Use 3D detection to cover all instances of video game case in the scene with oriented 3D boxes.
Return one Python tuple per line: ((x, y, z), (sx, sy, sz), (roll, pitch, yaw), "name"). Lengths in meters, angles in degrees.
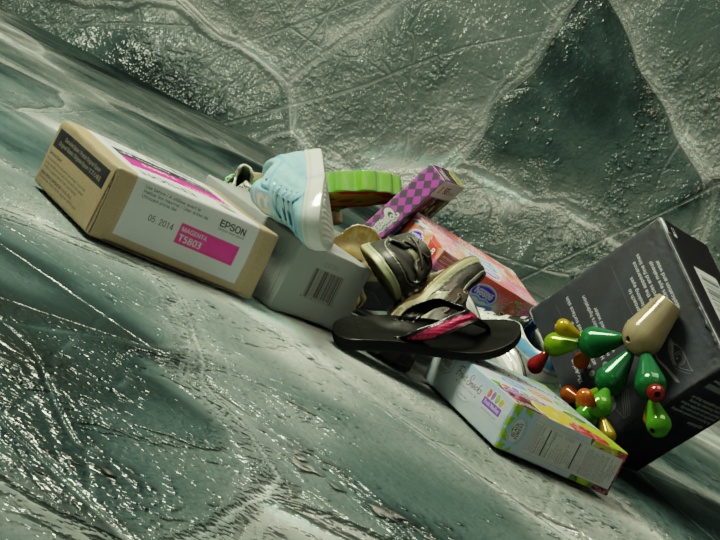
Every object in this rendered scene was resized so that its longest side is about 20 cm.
((0.046, -0.061, 2.042), (0.036, 0.200, 0.181), (49, 9, 8), "video game case")

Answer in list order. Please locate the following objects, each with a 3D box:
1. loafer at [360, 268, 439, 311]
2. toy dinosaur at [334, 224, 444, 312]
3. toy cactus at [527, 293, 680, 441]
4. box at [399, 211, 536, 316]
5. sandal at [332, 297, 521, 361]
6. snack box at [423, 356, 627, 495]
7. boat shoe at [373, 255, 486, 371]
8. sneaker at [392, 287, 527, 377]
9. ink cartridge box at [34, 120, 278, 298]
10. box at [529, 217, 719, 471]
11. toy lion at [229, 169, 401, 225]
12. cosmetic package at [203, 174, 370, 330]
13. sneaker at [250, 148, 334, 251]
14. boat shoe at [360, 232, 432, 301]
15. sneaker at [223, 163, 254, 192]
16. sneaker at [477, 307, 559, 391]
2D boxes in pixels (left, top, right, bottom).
((0.030, 0.011, 1.845), (0.197, 0.073, 0.063), (15, 16, -14), "loafer")
((0.000, 0.000, 1.772), (0.198, 0.102, 0.058), (25, 8, -13), "toy dinosaur")
((0.273, 0.093, 1.623), (0.102, 0.166, 0.200), (39, -1, -32), "toy cactus")
((0.127, 0.023, 2.002), (0.199, 0.103, 0.095), (30, 17, -38), "box")
((0.070, 0.056, 1.547), (0.197, 0.046, 0.075), (2, 22, -8), "sandal")
((0.163, 0.145, 1.538), (0.141, 0.053, 0.200), (26, 6, -23), "snack box")
((0.081, 0.051, 1.657), (0.065, 0.073, 0.199), (46, 48, 9), "boat shoe")
((0.098, 0.093, 1.714), (0.114, 0.076, 0.201), (-9, 41, -28), "sneaker")
((-0.203, -0.061, 1.517), (0.199, 0.076, 0.164), (24, 6, -37), "ink cartridge box")
((0.324, 0.086, 1.715), (0.117, 0.199, 0.199), (23, 39, -46), "box")
((-0.051, -0.105, 2.025), (0.198, 0.070, 0.191), (1, -7, -32), "toy lion")
((-0.095, -0.020, 1.640), (0.112, 0.082, 0.199), (23, 7, -41), "cosmetic package")
((-0.071, -0.066, 1.548), (0.081, 0.075, 0.200), (-9, 20, 0), "sneaker")
((0.045, -0.011, 1.664), (0.072, 0.066, 0.201), (58, 2, 4), "boat shoe")
((-0.154, -0.089, 1.890), (0.076, 0.089, 0.200), (25, 6, -20), "sneaker")
((0.173, 0.075, 1.864), (0.199, 0.073, 0.072), (30, 8, 28), "sneaker")
